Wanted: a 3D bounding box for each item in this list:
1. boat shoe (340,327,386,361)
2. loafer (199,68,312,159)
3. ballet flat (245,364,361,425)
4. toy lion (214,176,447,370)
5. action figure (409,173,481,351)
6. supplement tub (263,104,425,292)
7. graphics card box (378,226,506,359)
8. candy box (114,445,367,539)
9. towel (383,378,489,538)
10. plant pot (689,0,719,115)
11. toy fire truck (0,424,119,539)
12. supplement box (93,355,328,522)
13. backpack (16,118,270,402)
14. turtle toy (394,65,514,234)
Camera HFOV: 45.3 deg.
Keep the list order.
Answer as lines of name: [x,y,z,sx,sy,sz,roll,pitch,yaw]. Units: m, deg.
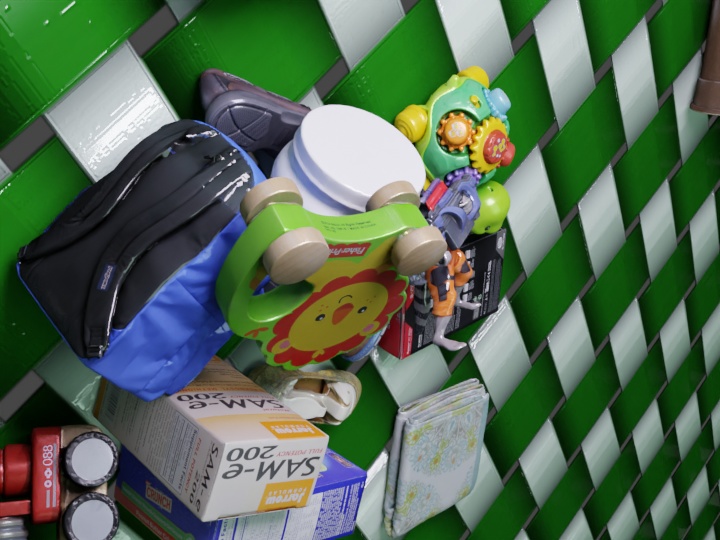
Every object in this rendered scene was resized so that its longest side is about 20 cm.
boat shoe: [0.000,0.000,0.985,0.072,0.071,0.204,21,83,-44]
loafer: [-0.076,-0.142,0.836,0.072,0.064,0.198,-41,148,22]
ballet flat: [-0.051,0.150,0.998,0.198,0.070,0.072,18,96,-49]
toy lion: [-0.033,0.016,0.705,0.197,0.069,0.193,-3,141,-42]
action figure: [0.066,-0.012,0.930,0.200,0.103,0.197,-41,116,-51]
supplement tub: [-0.034,-0.038,0.820,0.139,0.141,0.202,-15,147,-41]
graphics card box: [0.107,0.020,1.115,0.198,0.050,0.128,-21,123,-38]
candy box: [-0.121,0.218,0.879,0.198,0.167,0.079,3,104,-46]
towel: [0.107,0.266,1.240,0.169,0.048,0.204,-14,118,-39]
plant pot: [0.651,-0.367,1.412,0.198,0.198,0.203,-18,114,-40]
toy fire truck: [-0.302,0.222,0.712,0.196,0.128,0.180,1,75,-23]
supplement box: [-0.141,0.143,0.796,0.125,0.198,0.075,8,104,-48]
backpack: [-0.157,-0.014,0.728,0.201,0.162,0.168,-48,150,-5]
turtle toy: [0.128,-0.136,1.022,0.145,0.100,0.203,-37,132,-28]
